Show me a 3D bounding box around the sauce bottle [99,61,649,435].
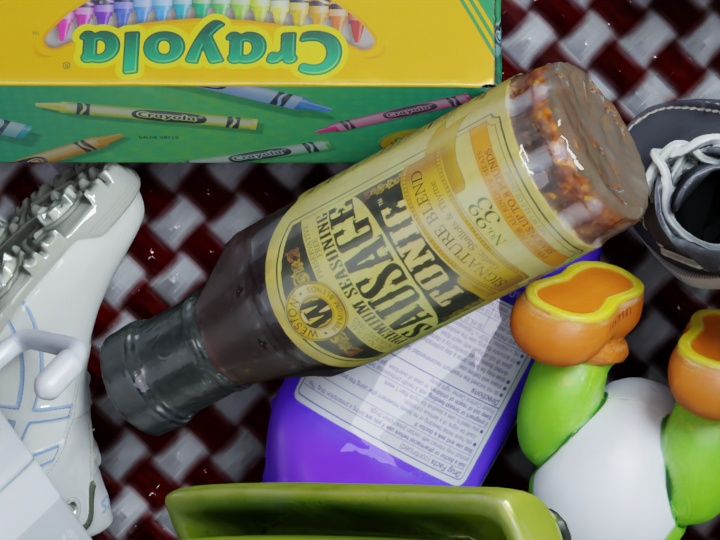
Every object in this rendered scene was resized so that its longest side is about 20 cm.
[{"bbox_3d":[0.000,0.000,0.876,0.200,0.066,0.066,-30,93,25],"label":"sauce bottle"}]

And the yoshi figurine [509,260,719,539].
[{"bbox_3d":[0.073,0.107,0.897,0.112,0.112,0.200,1,118,-25],"label":"yoshi figurine"}]

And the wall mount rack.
[{"bbox_3d":[-0.134,0.120,0.872,0.174,0.075,0.200,-43,117,-23],"label":"wall mount rack"}]

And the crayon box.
[{"bbox_3d":[-0.051,-0.102,0.908,0.200,0.058,0.119,0,64,1],"label":"crayon box"}]

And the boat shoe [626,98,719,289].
[{"bbox_3d":[0.130,-0.028,0.862,0.063,0.200,0.073,41,92,-27],"label":"boat shoe"}]

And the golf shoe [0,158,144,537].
[{"bbox_3d":[-0.123,0.051,0.950,0.097,0.078,0.200,32,101,-17],"label":"golf shoe"}]

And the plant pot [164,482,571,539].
[{"bbox_3d":[-0.022,0.170,0.799,0.181,0.200,0.199,-32,107,-37],"label":"plant pot"}]

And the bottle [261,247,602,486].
[{"bbox_3d":[0.011,0.055,0.939,0.084,0.065,0.200,28,95,6],"label":"bottle"}]
